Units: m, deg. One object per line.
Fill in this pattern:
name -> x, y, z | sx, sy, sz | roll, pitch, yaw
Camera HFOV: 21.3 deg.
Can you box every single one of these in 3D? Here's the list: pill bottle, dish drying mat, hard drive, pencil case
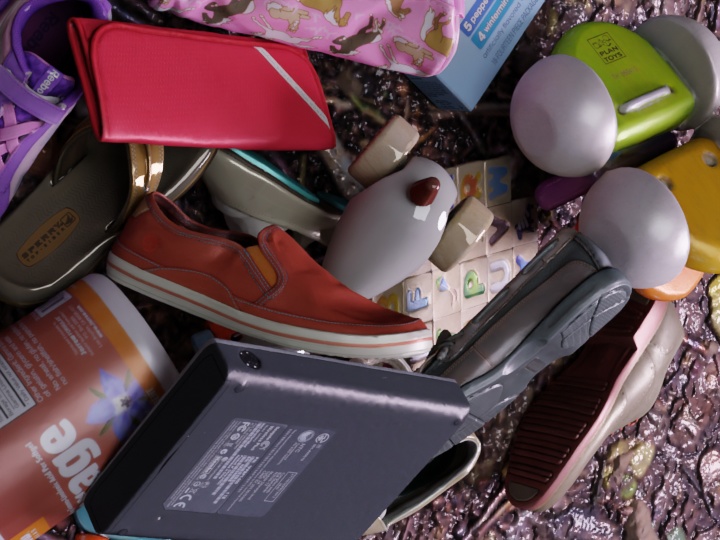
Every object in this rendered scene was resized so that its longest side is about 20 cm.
pill bottle -> -0.204, 0.100, 1.115 | 0.200, 0.112, 0.113 | -35, 113, -12
dish drying mat -> -0.090, -0.110, 1.145 | 0.200, 0.018, 0.077 | -1, 72, -52
hard drive -> -0.045, 0.109, 1.124 | 0.199, 0.033, 0.140 | 13, 126, -44
pencil case -> -0.035, -0.179, 1.182 | 0.199, 0.083, 0.087 | 12, 116, -12

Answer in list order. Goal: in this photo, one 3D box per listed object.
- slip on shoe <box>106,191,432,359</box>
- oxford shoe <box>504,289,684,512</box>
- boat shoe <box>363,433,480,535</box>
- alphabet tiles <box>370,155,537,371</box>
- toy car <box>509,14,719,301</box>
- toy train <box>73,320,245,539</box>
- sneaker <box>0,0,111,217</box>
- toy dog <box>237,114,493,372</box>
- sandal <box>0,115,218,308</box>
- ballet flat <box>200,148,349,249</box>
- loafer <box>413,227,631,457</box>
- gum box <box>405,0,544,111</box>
slip on shoe -> -0.051, 0.006, 1.112 | 0.199, 0.074, 0.062 | 20, 96, 12
oxford shoe -> 0.179, 0.101, 1.393 | 0.075, 0.070, 0.200 | 46, 73, -33
boat shoe -> -0.010, 0.141, 1.276 | 0.199, 0.068, 0.075 | -26, 108, -28
alphabet tiles -> 0.066, 0.011, 1.305 | 0.200, 0.006, 0.167 | -15, 107, -51
toy car -> 0.185, -0.071, 1.328 | 0.175, 0.150, 0.201 | -25, 79, -35
toy train -> -0.115, 0.104, 1.219 | 0.199, 0.056, 0.151 | -28, 83, -16
sneaker -> -0.206, -0.095, 1.114 | 0.080, 0.088, 0.201 | 33, 79, -32
toy dog -> 0.000, 0.000, 1.168 | 0.131, 0.096, 0.201 | 22, 87, -1
sandal -> -0.153, -0.062, 1.152 | 0.200, 0.080, 0.054 | -47, 161, -15
ballet flat -> -0.041, -0.030, 1.243 | 0.199, 0.069, 0.070 | 25, 82, -32
loafer -> 0.083, 0.052, 1.247 | 0.200, 0.063, 0.072 | -37, 155, 2
gum box -> 0.046, -0.235, 1.283 | 0.200, 0.044, 0.170 | 41, 74, -29
